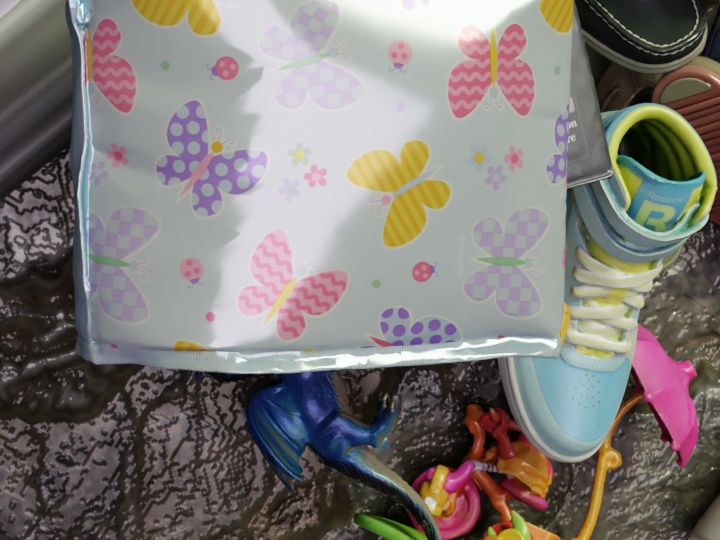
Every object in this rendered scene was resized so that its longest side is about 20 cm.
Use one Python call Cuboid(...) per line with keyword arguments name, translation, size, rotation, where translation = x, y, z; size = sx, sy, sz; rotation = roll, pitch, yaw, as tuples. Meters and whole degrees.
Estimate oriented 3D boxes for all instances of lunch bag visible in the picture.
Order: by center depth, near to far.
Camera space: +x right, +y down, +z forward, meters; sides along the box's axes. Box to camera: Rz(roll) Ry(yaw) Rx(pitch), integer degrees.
Cuboid(name="lunch bag", translation=(-0.022, -0.049, 0.585), size=(0.198, 0.127, 0.171), rotation=(-3, 98, -19))

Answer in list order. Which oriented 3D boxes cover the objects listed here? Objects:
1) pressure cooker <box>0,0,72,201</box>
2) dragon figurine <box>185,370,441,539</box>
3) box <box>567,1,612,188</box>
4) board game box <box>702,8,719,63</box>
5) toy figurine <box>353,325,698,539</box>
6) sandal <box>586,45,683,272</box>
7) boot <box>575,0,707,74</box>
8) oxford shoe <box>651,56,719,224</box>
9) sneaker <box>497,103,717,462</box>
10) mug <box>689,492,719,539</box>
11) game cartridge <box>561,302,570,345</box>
Cuboid(name="pressure cooker", translation=(-0.221, -0.118, 0.709), size=(0.200, 0.176, 0.179), rotation=(-39, 107, -2))
Cuboid(name="dragon figurine", translation=(-0.034, 0.091, 0.819), size=(0.099, 0.059, 0.201), rotation=(-26, 80, -13))
Cuboid(name="box", translation=(0.031, -0.140, 0.743), size=(0.117, 0.197, 0.202), rotation=(-16, 102, -6))
Cuboid(name="board game box", translation=(0.267, -0.175, 0.778), size=(0.034, 0.200, 0.136), rotation=(18, 96, -13))
Cuboid(name="toy figurine", translation=(0.122, 0.114, 0.857), size=(0.199, 0.150, 0.185), rotation=(24, 80, 11))
Cuboid(name="sandal", translation=(0.173, -0.094, 0.847), size=(0.079, 0.057, 0.203), rotation=(-13, 101, -8))
Cuboid(name="boot", translation=(0.120, -0.210, 0.738), size=(0.073, 0.154, 0.204), rotation=(-31, 76, -5))
Cuboid(name="oxford shoe", translation=(0.237, -0.066, 0.845), size=(0.200, 0.070, 0.074), rotation=(47, 50, -35))
Cuboid(name="sneaker", translation=(0.133, 0.003, 0.751), size=(0.079, 0.130, 0.202), rotation=(6, 83, -15))
Cuboid(name="mug", translation=(0.311, 0.145, 0.891), size=(0.149, 0.187, 0.154), rotation=(29, 84, 19))
Cuboid(name="game cartridge", translation=(0.000, 0.000, 0.758), size=(0.175, 0.200, 0.033), rotation=(15, 93, -13))
